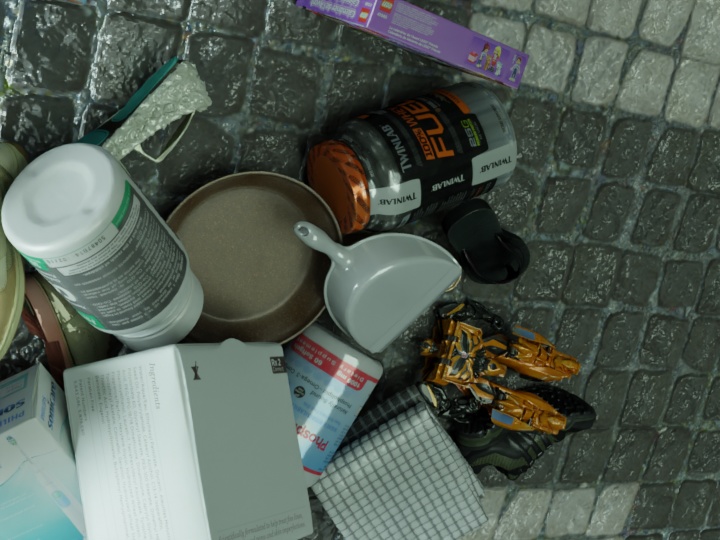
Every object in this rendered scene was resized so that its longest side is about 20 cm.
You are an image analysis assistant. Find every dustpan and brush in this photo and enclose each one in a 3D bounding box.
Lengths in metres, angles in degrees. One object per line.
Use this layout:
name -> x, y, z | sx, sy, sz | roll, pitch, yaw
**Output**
dustpan and brush -> 0.000, 0.000, 1.296 | 0.140, 0.057, 0.200 | -44, 146, 12

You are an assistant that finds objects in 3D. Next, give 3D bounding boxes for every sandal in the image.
sandal -> 0.146, -0.017, 1.438 | 0.075, 0.048, 0.200 | -34, 151, 11

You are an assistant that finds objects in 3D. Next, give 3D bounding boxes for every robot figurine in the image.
robot figurine -> 0.158, 0.117, 1.498 | 0.200, 0.058, 0.145 | 21, 77, -23

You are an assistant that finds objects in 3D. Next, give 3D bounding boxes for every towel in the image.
towel -> 0.041, 0.244, 1.463 | 0.165, 0.086, 0.200 | -32, 123, -1

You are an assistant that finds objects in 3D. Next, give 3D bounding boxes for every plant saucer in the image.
plant saucer -> -0.117, -0.011, 1.290 | 0.200, 0.037, 0.201 | -8, 117, -17

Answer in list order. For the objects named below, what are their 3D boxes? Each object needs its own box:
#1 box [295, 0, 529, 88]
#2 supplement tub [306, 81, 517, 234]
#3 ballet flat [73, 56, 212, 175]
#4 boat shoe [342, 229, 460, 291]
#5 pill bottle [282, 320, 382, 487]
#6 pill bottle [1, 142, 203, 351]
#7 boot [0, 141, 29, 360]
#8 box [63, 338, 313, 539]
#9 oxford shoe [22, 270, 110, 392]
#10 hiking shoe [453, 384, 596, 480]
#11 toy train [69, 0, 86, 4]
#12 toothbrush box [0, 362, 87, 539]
box -> 0.052, -0.239, 1.270 | 0.200, 0.137, 0.039 | 15, 99, -36
supplement tub -> 0.053, -0.115, 1.328 | 0.200, 0.122, 0.123 | -23, 119, -26
ballet flat -> -0.216, -0.115, 1.175 | 0.200, 0.072, 0.072 | -43, 126, -11
boat shoe -> 0.040, -0.003, 1.395 | 0.200, 0.069, 0.074 | 11, 102, -36
pill bottle -> -0.069, 0.160, 1.361 | 0.109, 0.109, 0.200 | 32, 89, -38
pill bottle -> -0.222, -0.013, 1.135 | 0.113, 0.113, 0.200 | -45, 144, -11
boot -> -0.359, -0.019, 1.075 | 0.155, 0.073, 0.200 | 6, 91, -58
box -> -0.158, 0.174, 1.203 | 0.199, 0.131, 0.200 | 6, 72, -66
oxford shoe -> -0.263, 0.080, 1.227 | 0.074, 0.071, 0.200 | -33, 124, -26
hiking shoe -> 0.201, 0.208, 1.594 | 0.200, 0.076, 0.101 | -6, 120, -22
toy train -> -0.299, -0.277, 1.034 | 0.200, 0.114, 0.087 | 15, 100, -36
toothbrush box -> -0.313, 0.207, 1.201 | 0.146, 0.085, 0.200 | -26, 125, 7
